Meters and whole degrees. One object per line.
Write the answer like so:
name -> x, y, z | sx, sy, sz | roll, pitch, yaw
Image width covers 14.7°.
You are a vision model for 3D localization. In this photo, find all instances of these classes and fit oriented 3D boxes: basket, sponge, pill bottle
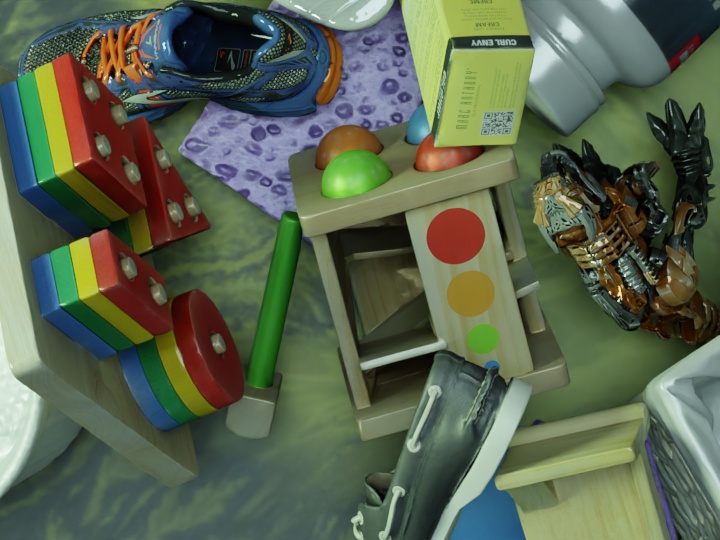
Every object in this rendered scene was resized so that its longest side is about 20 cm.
basket -> 0.260, 0.081, 1.607 | 0.199, 0.123, 0.136 | -30, 87, -17
sponge -> -0.012, -0.124, 1.685 | 0.111, 0.030, 0.201 | 32, 89, 3
pill bottle -> 0.163, -0.178, 1.641 | 0.200, 0.120, 0.120 | -44, 88, -1

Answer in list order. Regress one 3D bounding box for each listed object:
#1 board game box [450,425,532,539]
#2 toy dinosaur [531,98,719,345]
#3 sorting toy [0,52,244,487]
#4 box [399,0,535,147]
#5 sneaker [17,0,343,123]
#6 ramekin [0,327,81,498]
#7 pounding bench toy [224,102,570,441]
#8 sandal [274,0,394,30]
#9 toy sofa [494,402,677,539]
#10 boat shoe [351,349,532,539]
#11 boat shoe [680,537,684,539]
board game box -> 0.107, 0.194, 1.663 | 0.157, 0.039, 0.201 | 1, 80, -19
toy dinosaur -> 0.157, -0.014, 1.621 | 0.101, 0.200, 0.136 | -6, 54, 13
sorting toy -> -0.136, -0.008, 1.560 | 0.069, 0.199, 0.201 | -22, 61, 13
box -> 0.052, -0.164, 1.581 | 0.050, 0.076, 0.201 | -2, 45, -11
sneaker -> -0.113, -0.130, 1.645 | 0.199, 0.078, 0.076 | -5, 74, 18
ramekin -> -0.245, 0.043, 1.614 | 0.199, 0.098, 0.202 | 5, 101, 25
pounding bench toy -> 0.000, 0.000, 1.608 | 0.199, 0.124, 0.157 | -16, 109, 0
sandal -> -0.057, -0.197, 1.663 | 0.206, 0.059, 0.079 | 38, 91, 23
toy sofa -> 0.146, 0.178, 1.568 | 0.082, 0.098, 0.201 | -13, 102, 18
boat shoe -> 0.029, 0.130, 1.562 | 0.060, 0.074, 0.201 | 28, 125, 1
boat shoe -> 0.259, 0.234, 1.647 | 0.070, 0.072, 0.201 | -37, 88, -1
